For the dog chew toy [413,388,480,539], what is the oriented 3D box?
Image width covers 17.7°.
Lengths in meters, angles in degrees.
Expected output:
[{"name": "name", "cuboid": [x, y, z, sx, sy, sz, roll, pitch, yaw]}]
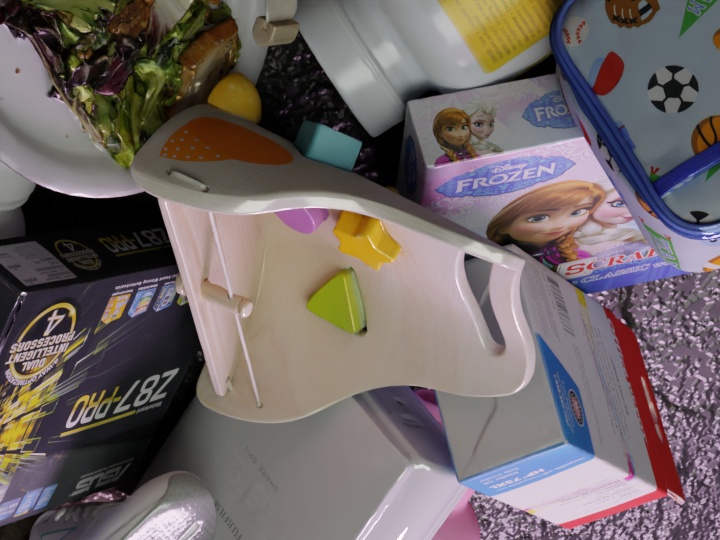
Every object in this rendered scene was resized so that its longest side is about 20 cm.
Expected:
[{"name": "dog chew toy", "cuboid": [0.014, 0.163, 1.339, 0.124, 0.125, 0.201, 11, 108, -21]}]

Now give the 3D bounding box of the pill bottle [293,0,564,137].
[{"name": "pill bottle", "cuboid": [0.067, -0.156, 1.160, 0.199, 0.112, 0.112, -34, 123, 5]}]

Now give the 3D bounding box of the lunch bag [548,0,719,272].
[{"name": "lunch bag", "cuboid": [0.201, -0.098, 1.094, 0.199, 0.161, 0.076, -29, 157, -4]}]

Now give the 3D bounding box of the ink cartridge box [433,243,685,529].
[{"name": "ink cartridge box", "cuboid": [0.107, 0.072, 1.274, 0.067, 0.117, 0.200, -22, 156, 19]}]

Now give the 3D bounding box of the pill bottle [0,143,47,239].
[{"name": "pill bottle", "cuboid": [-0.238, -0.001, 1.167, 0.114, 0.115, 0.201, 19, 113, -25]}]

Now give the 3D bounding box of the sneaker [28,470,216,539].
[{"name": "sneaker", "cuboid": [-0.149, 0.157, 1.275, 0.070, 0.081, 0.200, 5, 143, -37]}]

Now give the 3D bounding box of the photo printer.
[{"name": "photo printer", "cuboid": [-0.045, 0.133, 1.274, 0.069, 0.167, 0.201, 12, 119, -46]}]

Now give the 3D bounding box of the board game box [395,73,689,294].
[{"name": "board game box", "cuboid": [0.116, -0.043, 1.226, 0.198, 0.041, 0.200, -12, 155, -8]}]

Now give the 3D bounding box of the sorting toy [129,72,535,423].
[{"name": "sorting toy", "cuboid": [0.000, 0.000, 1.144, 0.179, 0.107, 0.201, 18, 149, 18]}]

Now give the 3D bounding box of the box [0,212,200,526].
[{"name": "box", "cuboid": [-0.159, 0.053, 1.193, 0.200, 0.049, 0.162, -12, 136, -60]}]

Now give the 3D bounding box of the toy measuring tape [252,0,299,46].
[{"name": "toy measuring tape", "cuboid": [-0.075, -0.203, 1.095, 0.073, 0.074, 0.202, -10, 94, -10]}]

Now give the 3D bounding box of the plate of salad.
[{"name": "plate of salad", "cuboid": [-0.117, -0.135, 1.115, 0.199, 0.048, 0.202, -7, 101, -37]}]
